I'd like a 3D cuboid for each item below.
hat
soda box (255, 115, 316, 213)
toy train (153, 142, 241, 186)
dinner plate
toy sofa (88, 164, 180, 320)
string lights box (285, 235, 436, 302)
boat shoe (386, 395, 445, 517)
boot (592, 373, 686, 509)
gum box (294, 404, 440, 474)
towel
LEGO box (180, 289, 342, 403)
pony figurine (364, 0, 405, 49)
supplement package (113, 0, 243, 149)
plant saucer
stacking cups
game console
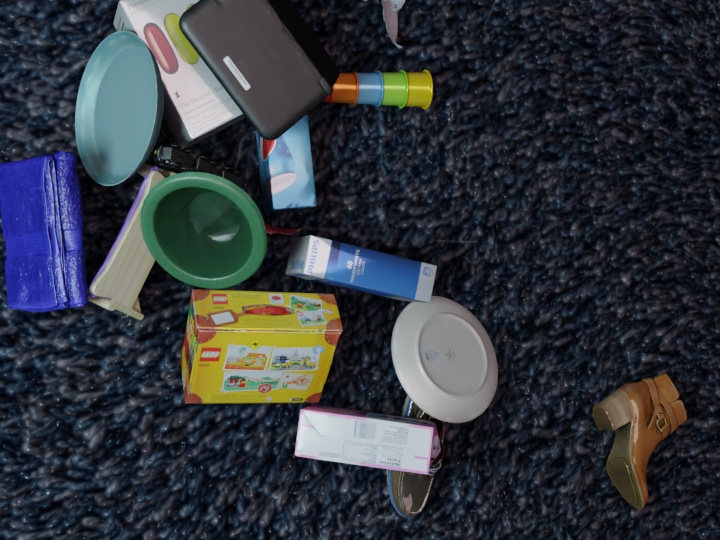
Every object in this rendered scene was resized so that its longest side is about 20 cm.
[{"bbox_3d":[-0.193,-0.085,1.235,0.164,0.177,0.201,-6,124,10],"label":"hat"},{"bbox_3d":[-0.113,-0.187,1.311,0.067,0.064,0.202,-6,90,-19],"label":"soda box"},{"bbox_3d":[-0.220,-0.137,1.228,0.045,0.200,0.034,4,85,21],"label":"toy train"},{"bbox_3d":[0.136,0.131,1.375,0.199,0.024,0.202,13,62,-26],"label":"dinner plate"},{"bbox_3d":[-0.307,-0.044,1.211,0.097,0.082,0.201,35,76,-51],"label":"toy sofa"},{"bbox_3d":[0.000,0.000,1.327,0.198,0.103,0.060,13,85,-19],"label":"string lights box"},{"bbox_3d":[0.088,0.277,1.369,0.072,0.072,0.202,7,87,-19],"label":"boat shoe"},{"bbox_3d":[0.483,0.284,1.518,0.154,0.077,0.202,-20,89,-23],"label":"boot"},{"bbox_3d":[0.016,0.239,1.283,0.198,0.113,0.067,7,86,7],"label":"gum box"},{"bbox_3d":[-0.418,-0.048,1.163,0.049,0.147,0.202,-4,89,-57],"label":"towel"},{"bbox_3d":[-0.141,0.108,1.248,0.198,0.078,0.150,3,131,-19],"label":"LEGO box"},{"bbox_3d":[0.019,-0.448,1.330,0.198,0.167,0.195,6,79,-4],"label":"pony figurine"},{"bbox_3d":[-0.242,-0.285,1.242,0.113,0.109,0.201,-31,99,-18],"label":"supplement package"},{"bbox_3d":[-0.314,-0.211,1.184,0.027,0.199,0.202,3,88,-46],"label":"plant saucer"},{"bbox_3d":[0.008,-0.271,1.362,0.198,0.060,0.061,-5,91,-16],"label":"stacking cups"},{"bbox_3d":[-0.132,-0.305,1.237,0.176,0.116,0.200,-41,107,-10],"label":"game console"}]
